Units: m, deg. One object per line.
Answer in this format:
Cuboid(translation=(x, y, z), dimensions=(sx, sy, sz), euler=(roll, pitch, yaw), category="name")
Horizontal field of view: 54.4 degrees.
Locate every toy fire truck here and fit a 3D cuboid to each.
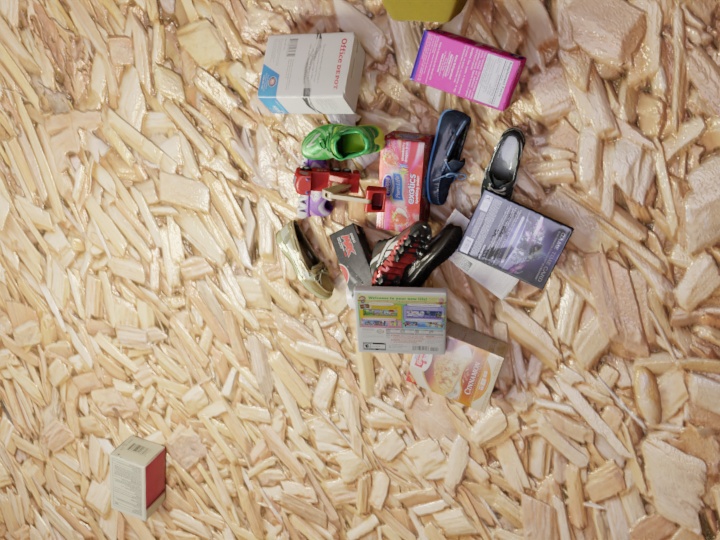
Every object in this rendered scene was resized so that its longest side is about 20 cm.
Cuboid(translation=(-0.047, -0.173, 1.486), dimensions=(0.197, 0.141, 0.049), euler=(3, 116, -4), category="toy fire truck")

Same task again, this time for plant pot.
Cuboid(translation=(0.128, -0.574, 1.302), dimensions=(0.193, 0.195, 0.203), euler=(8, 121, 18), category="plant pot")

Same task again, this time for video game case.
Cuboid(translation=(0.088, 0.110, 1.522), dimensions=(0.197, 0.022, 0.184), euler=(1, 129, 7), category="video game case")
Cuboid(translation=(0.317, -0.064, 1.448), dimensions=(0.198, 0.019, 0.144), euler=(24, 110, 2), category="video game case")

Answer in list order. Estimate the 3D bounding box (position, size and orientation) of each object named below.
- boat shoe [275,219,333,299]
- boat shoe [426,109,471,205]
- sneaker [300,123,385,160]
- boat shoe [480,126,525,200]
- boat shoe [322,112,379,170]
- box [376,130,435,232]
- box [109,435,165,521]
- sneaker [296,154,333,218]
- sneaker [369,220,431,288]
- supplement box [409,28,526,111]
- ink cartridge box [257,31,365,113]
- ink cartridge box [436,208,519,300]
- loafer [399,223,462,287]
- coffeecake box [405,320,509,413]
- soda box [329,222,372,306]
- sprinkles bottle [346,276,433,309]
Cuboid(translation=(-0.122, -0.024, 1.665), dimensions=(0.063, 0.073, 0.202), euler=(-35, 87, 33), category="boat shoe")
Cuboid(translation=(0.184, -0.229, 1.459), dimensions=(0.068, 0.084, 0.203), euler=(18, 118, 26), category="boat shoe")
Cuboid(translation=(-0.048, -0.267, 1.449), dimensions=(0.198, 0.083, 0.075), euler=(-2, 105, 32), category="sneaker")
Cuboid(translation=(0.287, -0.194, 1.446), dimensions=(0.075, 0.060, 0.203), euler=(14, 114, 15), category="boat shoe")
Cuboid(translation=(-0.028, -0.317, 1.527), dimensions=(0.069, 0.071, 0.201), euler=(-33, 87, 2), category="boat shoe")
Cuboid(translation=(0.097, -0.189, 1.502), dimensions=(0.098, 0.095, 0.203), euler=(10, 113, 18), category="box")
Cuboid(translation=(-0.663, 0.618, 2.091), dimensions=(0.126, 0.109, 0.203), euler=(14, 114, 15), category="box")
Cuboid(translation=(-0.089, -0.208, 1.584), dimensions=(0.087, 0.081, 0.203), euler=(12, 118, 9), category="sneaker")
Cuboid(translation=(0.077, -0.044, 1.483), dimensions=(0.070, 0.099, 0.201), euler=(10, 133, -32), category="sneaker")
Cuboid(translation=(0.213, -0.396, 1.377), dimensions=(0.198, 0.101, 0.105), euler=(23, 115, 11), category="supplement box")
Cuboid(translation=(-0.101, -0.412, 1.471), dimensions=(0.197, 0.084, 0.147), euler=(5, 77, 20), category="ink cartridge box")
Cuboid(translation=(0.263, -0.041, 1.520), dimensions=(0.199, 0.050, 0.110), euler=(37, 118, 6), category="ink cartridge box")
Cuboid(translation=(0.137, -0.035, 1.505), dimensions=(0.200, 0.073, 0.072), euler=(-48, 66, 26), category="loafer")
Cuboid(translation=(0.221, 0.213, 1.616), dimensions=(0.198, 0.073, 0.155), euler=(21, 116, 14), category="coffeecake box")
Cuboid(translation=(0.000, 0.000, 1.582), dimensions=(0.070, 0.063, 0.202), euler=(-26, 74, 17), category="soda box")
Cuboid(translation=(0.067, 0.051, 1.618), dimensions=(0.197, 0.068, 0.069), euler=(-4, 108, 22), category="sprinkles bottle")
